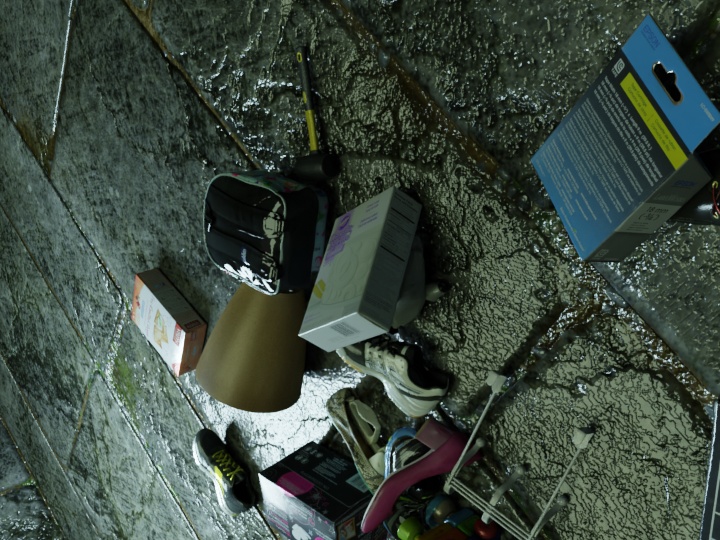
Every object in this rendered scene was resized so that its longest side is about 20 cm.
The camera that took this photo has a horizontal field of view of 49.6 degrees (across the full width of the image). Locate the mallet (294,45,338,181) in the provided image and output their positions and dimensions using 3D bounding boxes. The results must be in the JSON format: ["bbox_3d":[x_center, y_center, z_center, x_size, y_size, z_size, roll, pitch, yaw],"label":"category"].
[{"bbox_3d":[-0.082,-0.232,1.175,0.066,0.041,0.201,-9,95,46],"label":"mallet"}]

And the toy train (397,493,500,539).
[{"bbox_3d":[0.095,0.397,1.107,0.116,0.200,0.085,32,127,42],"label":"toy train"}]

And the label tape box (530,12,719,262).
[{"bbox_3d":[0.270,-0.123,0.768,0.200,0.063,0.145,-55,43,44],"label":"label tape box"}]

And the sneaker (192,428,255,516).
[{"bbox_3d":[-0.278,0.418,1.638,0.084,0.074,0.200,-23,96,44],"label":"sneaker"}]

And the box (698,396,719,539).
[{"bbox_3d":[0.434,0.218,0.711,0.200,0.123,0.199,19,118,45],"label":"box"}]

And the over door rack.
[{"bbox_3d":[0.209,0.249,1.025,0.148,0.067,0.201,32,114,31],"label":"over door rack"}]

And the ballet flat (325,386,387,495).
[{"bbox_3d":[0.013,0.276,1.254,0.075,0.068,0.200,-47,66,36],"label":"ballet flat"}]

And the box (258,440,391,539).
[{"bbox_3d":[-0.058,0.399,1.328,0.200,0.132,0.115,18,122,43],"label":"box"}]

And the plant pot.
[{"bbox_3d":[-0.165,0.104,1.309,0.186,0.186,0.201,35,118,34],"label":"plant pot"}]

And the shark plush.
[{"bbox_3d":[0.061,0.034,1.128,0.200,0.091,0.084,99,156,-57],"label":"shark plush"}]

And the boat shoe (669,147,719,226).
[{"bbox_3d":[0.357,-0.077,0.726,0.201,0.063,0.074,-2,107,50],"label":"boat shoe"}]

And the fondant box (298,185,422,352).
[{"bbox_3d":[0.000,0.000,1.064,0.058,0.201,0.144,32,147,-24],"label":"fondant box"}]

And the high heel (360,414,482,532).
[{"bbox_3d":[0.084,0.313,1.117,0.096,0.067,0.200,35,97,12],"label":"high heel"}]

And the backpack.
[{"bbox_3d":[-0.153,-0.070,1.227,0.200,0.150,0.178,19,112,33],"label":"backpack"}]

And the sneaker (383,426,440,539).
[{"bbox_3d":[0.078,0.341,1.198,0.083,0.071,0.200,23,119,48],"label":"sneaker"}]

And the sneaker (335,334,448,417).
[{"bbox_3d":[0.044,0.120,1.128,0.200,0.076,0.088,39,134,-1],"label":"sneaker"}]

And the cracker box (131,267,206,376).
[{"bbox_3d":[-0.412,0.109,1.661,0.200,0.058,0.134,42,133,28],"label":"cracker box"}]
